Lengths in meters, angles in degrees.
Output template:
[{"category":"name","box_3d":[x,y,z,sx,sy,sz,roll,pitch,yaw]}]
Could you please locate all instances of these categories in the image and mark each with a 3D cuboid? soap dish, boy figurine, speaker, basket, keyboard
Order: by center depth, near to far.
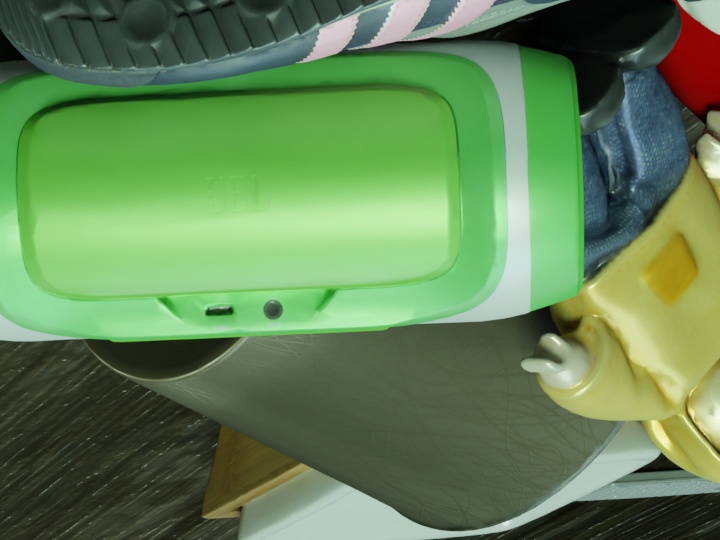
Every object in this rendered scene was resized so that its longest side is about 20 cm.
[{"category":"speaker","box_3d":[-0.034,-0.024,0.792,0.199,0.089,0.088,-2,163,2]},{"category":"boy figurine","box_3d":[0.101,0.005,0.907,0.064,0.201,0.124,11,-133,45]},{"category":"basket","box_3d":[0.000,0.000,0.942,0.200,0.136,0.181,18,114,-50]},{"category":"soap dish","box_3d":[0.038,0.081,1.322,0.199,0.082,0.157,-1,160,-36]},{"category":"keyboard","box_3d":[0.229,0.149,1.809,0.199,0.011,0.056,1,158,-38]}]

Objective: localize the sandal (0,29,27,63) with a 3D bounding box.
[{"category":"sandal","box_3d":[-0.187,-0.037,0.833,0.199,0.043,0.076,-14,163,4]}]

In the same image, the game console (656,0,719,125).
[{"category":"game console","box_3d":[0.219,-0.115,0.930,0.200,0.119,0.172,-26,128,37]}]

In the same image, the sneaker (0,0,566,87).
[{"category":"sneaker","box_3d":[-0.005,-0.086,0.764,0.199,0.071,0.082,-11,162,1]}]

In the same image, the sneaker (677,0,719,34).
[{"category":"sneaker","box_3d":[0.150,-0.083,0.765,0.079,0.130,0.199,8,156,-23]}]
